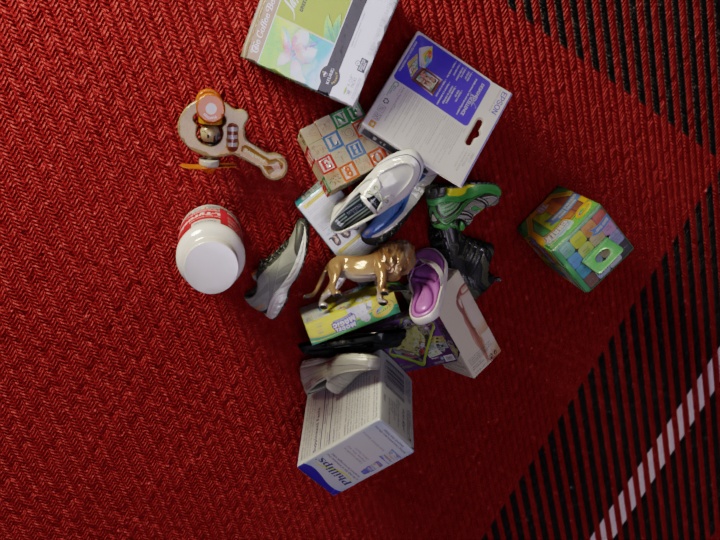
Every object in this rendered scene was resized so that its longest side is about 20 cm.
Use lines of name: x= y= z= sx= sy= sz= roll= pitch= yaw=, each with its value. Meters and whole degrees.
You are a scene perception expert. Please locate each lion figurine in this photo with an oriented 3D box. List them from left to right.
lion figurine: x=0.000 y=0.000 z=1.196 sx=0.197 sy=0.124 sz=0.073 roll=0 pitch=149 yaw=4

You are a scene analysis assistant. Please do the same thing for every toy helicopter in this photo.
toy helicopter: x=-0.216 y=-0.206 z=1.141 sx=0.199 sy=0.079 sz=0.133 roll=28 pitch=100 yaw=-23

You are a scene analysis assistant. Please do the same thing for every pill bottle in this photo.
pill bottle: x=-0.249 y=-0.035 z=1.121 sx=0.111 sy=0.200 sz=0.114 roll=-4 pitch=109 yaw=-12

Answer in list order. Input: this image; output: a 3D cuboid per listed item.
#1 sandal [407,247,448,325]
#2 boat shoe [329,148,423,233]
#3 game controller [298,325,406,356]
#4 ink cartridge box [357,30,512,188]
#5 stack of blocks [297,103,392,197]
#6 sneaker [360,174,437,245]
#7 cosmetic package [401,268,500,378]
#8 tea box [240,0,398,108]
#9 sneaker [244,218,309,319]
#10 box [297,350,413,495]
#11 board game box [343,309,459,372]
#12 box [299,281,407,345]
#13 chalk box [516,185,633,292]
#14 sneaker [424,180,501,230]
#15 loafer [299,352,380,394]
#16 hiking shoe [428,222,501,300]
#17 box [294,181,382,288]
sandal: x=0.117 y=0.013 z=1.219 sx=0.082 sy=0.204 sz=0.050 roll=-23 pitch=124 yaw=17
boat shoe: x=0.026 y=-0.121 z=1.128 sx=0.073 sy=0.067 sz=0.200 roll=42 pitch=123 yaw=-13
game controller: x=-0.016 y=0.129 z=1.242 sx=0.198 sy=0.104 sz=0.043 roll=-12 pitch=72 yaw=29
ink cartridge box: x=0.127 y=-0.267 z=1.142 sx=0.199 sy=0.043 sz=0.199 roll=32 pitch=79 yaw=-4
stack of blocks: x=0.004 y=-0.227 z=1.167 sx=0.198 sy=0.059 sz=0.116 roll=-28 pitch=89 yaw=-12
sneaker: x=0.058 y=-0.132 z=1.220 sx=0.089 sy=0.079 sz=0.201 roll=36 pitch=75 yaw=4
cosmetic package: x=0.176 y=0.098 z=1.306 sx=0.087 sy=0.103 sz=0.201 roll=-39 pitch=115 yaw=-19
tea box: x=-0.068 y=-0.396 z=1.080 sx=0.195 sy=0.134 sz=0.202 roll=19 pitch=103 yaw=-17
sneaker: x=-0.148 y=-0.006 z=1.215 sx=0.079 sy=0.074 sz=0.202 roll=25 pitch=109 yaw=-10
box: x=-0.007 y=0.283 z=1.262 sx=0.199 sy=0.185 sz=0.105 roll=-34 pitch=116 yaw=23
board game box: x=0.077 y=0.139 z=1.285 sx=0.198 sy=0.032 sz=0.121 roll=-18 pitch=119 yaw=33
box: x=-0.011 y=0.069 z=1.253 sx=0.198 sy=0.117 sz=0.049 roll=-22 pitch=105 yaw=-5
chalk box: x=0.409 y=-0.055 z=1.264 sx=0.125 sy=0.200 sz=0.124 roll=-45 pitch=112 yaw=4
sneaker: x=0.185 y=-0.120 z=1.228 sx=0.199 sy=0.078 sz=0.086 roll=-14 pitch=107 yaw=-42
loafer: x=-0.038 y=0.193 z=1.257 sx=0.069 sy=0.199 sz=0.071 roll=8 pitch=71 yaw=-41
hiking shoe: x=0.203 y=-0.040 z=1.301 sx=0.100 sy=0.076 sz=0.201 roll=-34 pitch=119 yaw=-13
box: x=-0.028 y=-0.071 z=1.240 sx=0.082 sy=0.049 sz=0.201 roll=-38 pitch=112 yaw=1
